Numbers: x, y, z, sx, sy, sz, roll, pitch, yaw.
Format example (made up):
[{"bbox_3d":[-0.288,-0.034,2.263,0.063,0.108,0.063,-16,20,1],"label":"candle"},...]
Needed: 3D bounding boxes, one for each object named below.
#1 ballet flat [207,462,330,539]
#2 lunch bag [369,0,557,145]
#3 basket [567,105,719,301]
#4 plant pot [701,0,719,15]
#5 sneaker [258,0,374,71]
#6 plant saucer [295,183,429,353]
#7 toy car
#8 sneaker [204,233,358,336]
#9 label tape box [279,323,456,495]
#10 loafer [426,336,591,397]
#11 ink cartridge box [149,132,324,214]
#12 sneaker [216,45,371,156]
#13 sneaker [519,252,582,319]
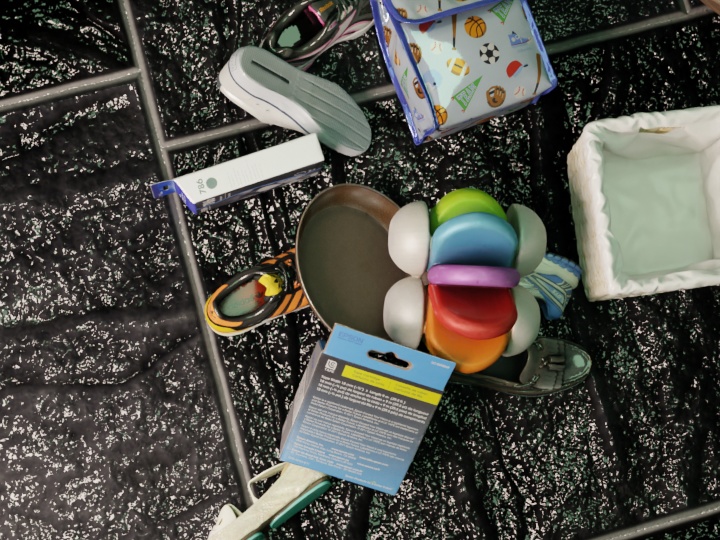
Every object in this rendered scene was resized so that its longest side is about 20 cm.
[{"bbox_3d":[-0.122,0.278,1.630,0.199,0.068,0.062,-37,72,-15],"label":"ballet flat"},{"bbox_3d":[0.114,-0.273,1.667,0.169,0.124,0.202,-19,87,-13],"label":"lunch bag"},{"bbox_3d":[0.349,-0.074,1.651,0.196,0.161,0.202,-7,85,-6],"label":"basket"},{"bbox_3d":[0.492,-0.374,1.695,0.199,0.200,0.175,33,100,-1],"label":"plant pot"},{"bbox_3d":[-0.036,-0.301,1.679,0.080,0.086,0.200,44,83,0],"label":"sneaker"},{"bbox_3d":[0.000,0.000,1.637,0.199,0.032,0.202,15,64,-34],"label":"plant saucer"},{"bbox_3d":[0.119,0.014,1.562,0.173,0.150,0.202,3,99,-7],"label":"toy car"},{"bbox_3d":[-0.087,0.015,1.640,0.199,0.090,0.070,-27,87,-7],"label":"sneaker"},{"bbox_3d":[0.007,0.141,1.590,0.143,0.063,0.201,18,121,-8],"label":"label tape box"},{"bbox_3d":[0.176,0.110,1.665,0.198,0.063,0.073,2,84,-5],"label":"loafer"},{"bbox_3d":[-0.141,-0.105,1.644,0.198,0.099,0.040,-17,87,-6],"label":"ink cartridge box"},{"bbox_3d":[-0.077,-0.195,1.673,0.199,0.071,0.074,33,60,-24],"label":"sneaker"},{"bbox_3d":[0.158,0.006,1.671,0.198,0.077,0.086,16,87,-2],"label":"sneaker"}]
